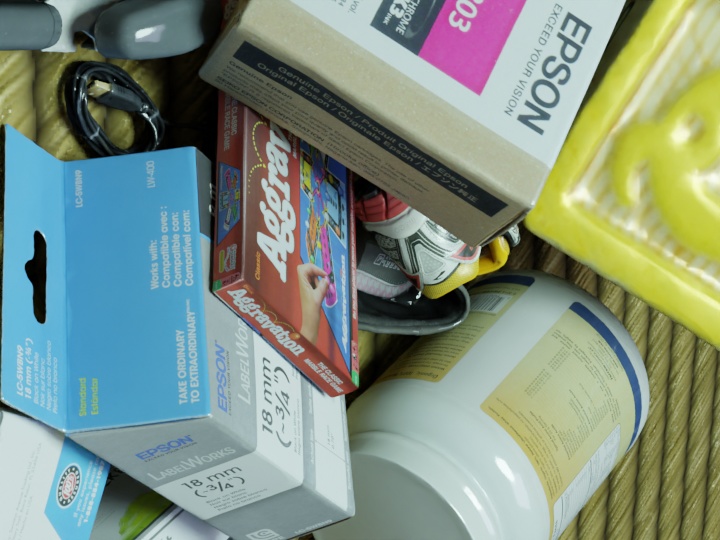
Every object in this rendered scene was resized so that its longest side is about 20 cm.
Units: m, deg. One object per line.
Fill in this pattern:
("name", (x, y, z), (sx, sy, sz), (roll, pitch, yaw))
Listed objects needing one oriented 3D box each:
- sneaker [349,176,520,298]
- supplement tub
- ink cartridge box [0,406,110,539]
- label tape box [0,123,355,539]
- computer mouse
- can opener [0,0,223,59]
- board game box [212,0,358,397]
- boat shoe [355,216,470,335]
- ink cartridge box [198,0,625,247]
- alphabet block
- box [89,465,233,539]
("sneaker", (0.050, -0.036, 1.064), (0.083, 0.077, 0.200), (59, 25, -5))
("supplement tub", (0.071, 0.105, 1.138), (0.200, 0.143, 0.146), (-42, 134, -43))
("ink cartridge box", (-0.198, 0.103, 0.784), (0.200, 0.066, 0.117), (26, 79, -58))
("label tape box", (-0.080, 0.027, 0.878), (0.200, 0.063, 0.145), (41, 36, -51))
("computer mouse", (-0.075, -0.072, 0.951), (0.199, 0.034, 0.059), (5, 98, -58))
("can opener", (-0.134, -0.117, 0.809), (0.199, 0.066, 0.054), (-13, 111, -58))
("board game box", (-0.035, -0.047, 0.933), (0.103, 0.019, 0.201), (43, 34, -43))
("boat shoe", (0.000, 0.000, 1.056), (0.067, 0.057, 0.199), (-57, 152, 14))
("ink cartridge box", (0.040, -0.141, 0.910), (0.164, 0.075, 0.201), (30, 68, -10))
("alphabet block", (0.216, -0.072, 1.156), (0.197, 0.194, 0.200), (-60, -176, 7))
("box", (-0.106, 0.198, 0.969), (0.117, 0.060, 0.202), (-38, 131, -46))
